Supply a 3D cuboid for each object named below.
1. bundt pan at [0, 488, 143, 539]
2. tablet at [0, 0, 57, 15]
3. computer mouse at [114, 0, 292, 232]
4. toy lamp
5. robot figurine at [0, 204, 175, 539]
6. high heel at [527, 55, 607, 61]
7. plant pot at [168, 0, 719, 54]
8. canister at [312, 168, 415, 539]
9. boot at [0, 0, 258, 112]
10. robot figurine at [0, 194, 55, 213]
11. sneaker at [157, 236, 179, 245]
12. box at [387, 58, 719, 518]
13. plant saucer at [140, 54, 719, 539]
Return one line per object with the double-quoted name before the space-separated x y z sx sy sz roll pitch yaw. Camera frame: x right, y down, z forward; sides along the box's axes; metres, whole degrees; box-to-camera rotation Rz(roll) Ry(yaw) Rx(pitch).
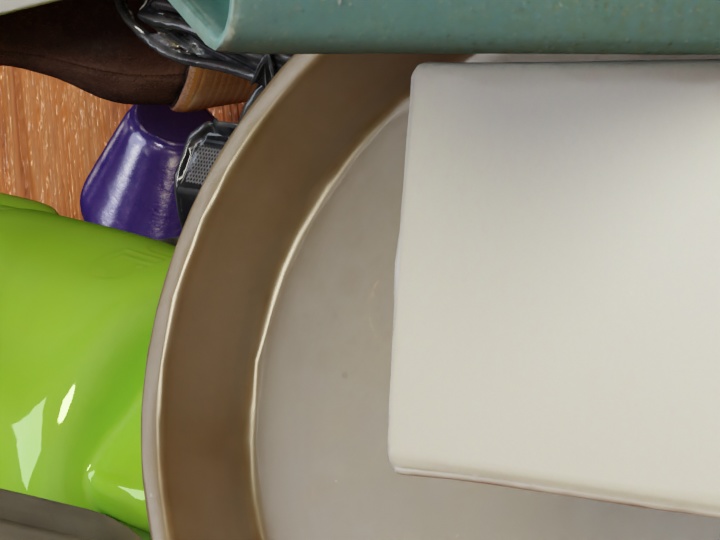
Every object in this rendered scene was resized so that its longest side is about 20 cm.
"bundt pan" -0.085 0.150 0.743 0.202 0.075 0.203 -175 90 -70
"tablet" -0.083 -0.132 0.949 0.014 0.130 0.200 64 -146 -24
"computer mouse" 0.000 0.000 0.894 0.140 0.046 0.201 24 136 38
"toy lamp" -0.092 0.020 1.154 0.058 0.058 0.200 -109 26 -47
"robot figurine" -0.089 0.043 0.896 0.200 0.176 0.116 16 61 45
"high heel" 0.021 -0.088 0.703 0.200 0.067 0.096 45 130 19
"plant pot" 0.063 -0.116 0.509 0.141 0.199 0.142 -131 47 -62
"canister" 0.013 0.090 0.726 0.149 0.086 0.201 137 132 -60
"boot" -0.102 -0.130 1.034 0.200 0.166 0.073 -110 29 -48
"robot figurine" -0.189 0.044 1.312 0.200 0.115 0.176 118 158 -53
"sneaker" -0.061 0.058 1.028 0.200 0.074 0.085 -117 36 -55
"box" 0.094 0.006 0.502 0.200 0.068 0.083 6 92 50
"plant saucer" 0.038 0.022 0.631 0.200 0.029 0.201 -12 69 34
